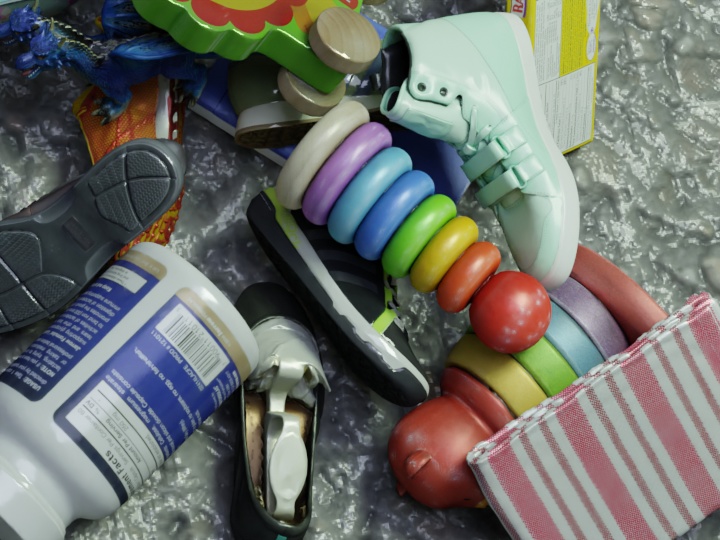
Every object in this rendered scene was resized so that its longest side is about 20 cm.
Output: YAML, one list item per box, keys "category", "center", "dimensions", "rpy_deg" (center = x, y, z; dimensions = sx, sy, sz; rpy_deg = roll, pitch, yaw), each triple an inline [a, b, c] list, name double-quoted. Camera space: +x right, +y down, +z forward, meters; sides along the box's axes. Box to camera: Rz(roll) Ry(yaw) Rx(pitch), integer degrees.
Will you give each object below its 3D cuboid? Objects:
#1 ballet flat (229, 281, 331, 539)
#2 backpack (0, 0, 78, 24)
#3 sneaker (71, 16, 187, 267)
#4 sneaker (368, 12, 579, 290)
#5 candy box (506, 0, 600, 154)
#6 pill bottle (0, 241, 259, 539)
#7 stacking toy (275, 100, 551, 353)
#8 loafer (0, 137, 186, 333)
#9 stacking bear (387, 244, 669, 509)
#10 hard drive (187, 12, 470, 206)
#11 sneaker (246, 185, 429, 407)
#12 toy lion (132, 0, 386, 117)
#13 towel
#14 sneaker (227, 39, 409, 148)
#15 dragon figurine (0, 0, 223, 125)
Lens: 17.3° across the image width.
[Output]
- category: "ballet flat"
  center: [-0.050, 0.094, 1.580]
  dimensions: [0.068, 0.068, 0.200]
  rpy_deg: [5, 68, -19]
- category: "backpack"
  center: [-0.260, -0.233, 1.598]
  dimensions: [0.200, 0.176, 0.154]
  rpy_deg: [-27, 95, -23]
- category: "sneaker"
  center: [-0.161, -0.084, 1.632]
  dimensions: [0.077, 0.073, 0.200]
  rpy_deg: [-2, 64, 8]
- category: "sneaker"
  center: [0.070, -0.076, 1.580]
  dimensions: [0.118, 0.074, 0.201]
  rpy_deg: [-5, 70, -30]
- category: "candy box"
  center: [0.136, -0.176, 1.669]
  dimensions: [0.026, 0.200, 0.102]
  rpy_deg: [14, 23, 34]
- category: "pill bottle"
  center: [-0.170, 0.087, 1.522]
  dimensions: [0.116, 0.116, 0.200]
  rpy_deg: [44, 73, 5]
- category: "stacking toy"
  center: [0.043, -0.021, 1.556]
  dimensions: [0.200, 0.085, 0.085]
  rpy_deg: [39, 65, 10]
- category: "loafer"
  center: [-0.194, -0.022, 1.562]
  dimensions: [0.200, 0.063, 0.072]
  rpy_deg: [-33, 96, 16]
- category: "stacking bear"
  center: [0.104, 0.085, 1.607]
  dimensions: [0.200, 0.121, 0.114]
  rpy_deg: [-41, 87, -17]
- category: "hard drive"
  center: [-0.005, -0.117, 1.697]
  dimensions: [0.200, 0.025, 0.132]
  rpy_deg: [32, 65, -1]
- category: "sneaker"
  center: [0.000, 0.000, 1.601]
  dimensions: [0.083, 0.072, 0.200]
  rpy_deg: [-33, 64, -9]
- category: "toy lion"
  center: [-0.067, -0.209, 1.579]
  dimensions: [0.192, 0.069, 0.200]
  rpy_deg: [34, 46, -9]
- category: "towel"
  center: [0.181, 0.122, 1.578]
  dimensions: [0.200, 0.030, 0.146]
  rpy_deg: [-33, 118, -4]
- category: "sneaker"
  center: [0.002, -0.144, 1.657]
  dimensions: [0.200, 0.067, 0.090]
  rpy_deg: [-8, 76, -14]
- category: "dragon figurine"
  center: [-0.139, -0.153, 1.566]
  dimensions: [0.200, 0.099, 0.059]
  rpy_deg: [-13, 66, -7]
